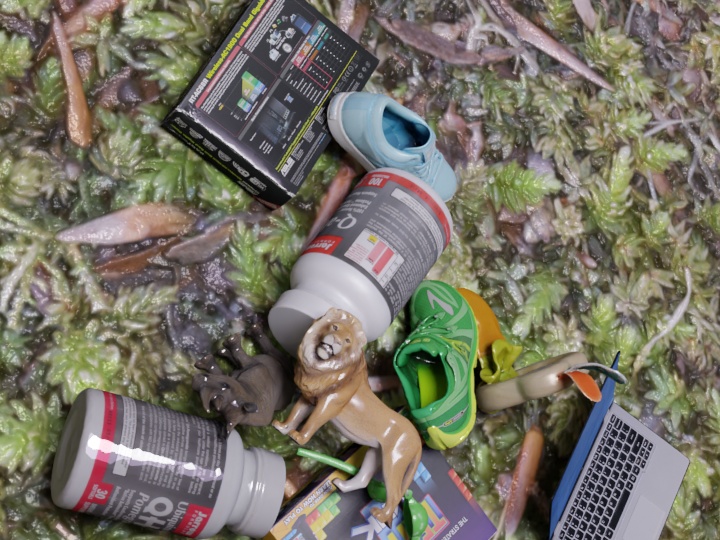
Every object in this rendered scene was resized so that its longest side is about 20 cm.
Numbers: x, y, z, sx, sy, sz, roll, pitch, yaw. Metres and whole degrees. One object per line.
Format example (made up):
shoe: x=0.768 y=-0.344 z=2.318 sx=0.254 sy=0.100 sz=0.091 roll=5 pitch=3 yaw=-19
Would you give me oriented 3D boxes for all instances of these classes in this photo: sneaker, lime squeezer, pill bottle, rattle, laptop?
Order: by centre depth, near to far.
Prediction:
pill bottle: x=-0.175 y=0.185 z=1.229 sx=0.199 sy=0.111 sz=0.112 roll=18 pitch=70 yaw=-20
lime squeezer: x=0.021 y=0.234 z=1.299 sx=0.070 sy=0.038 sz=0.201 roll=-35 pitch=96 yaw=4
pill bottle: x=0.000 y=0.000 z=1.349 sx=0.116 sy=0.116 sz=0.200 roll=43 pitch=58 yaw=-10
sneaker: x=0.078 y=0.083 z=1.362 sx=0.084 sy=0.074 sz=0.201 roll=49 pitch=28 yaw=-43
rattle: x=0.180 y=0.072 z=1.374 sx=0.129 sy=0.200 sz=0.144 roll=-3 pitch=81 yaw=-13
sneaker: x=0.052 y=-0.121 z=1.400 sx=0.200 sy=0.082 sz=0.074 roll=30 pitch=74 yaw=-44
laptop: x=0.285 y=0.226 z=1.438 sx=0.200 sy=0.116 sz=0.188 roll=36 pitch=65 yaw=-13

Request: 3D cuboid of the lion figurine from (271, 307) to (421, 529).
lion figurine: x=0.001 y=0.138 z=1.251 sx=0.123 sy=0.072 sz=0.200 roll=-47 pitch=112 yaw=-13

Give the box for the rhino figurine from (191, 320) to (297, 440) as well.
rhino figurine: x=-0.110 y=0.108 z=1.256 sx=0.060 sy=0.200 sz=0.088 roll=-38 pitch=88 yaw=14

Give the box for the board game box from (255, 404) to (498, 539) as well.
board game box: x=0.017 y=0.262 z=1.334 sx=0.200 sy=0.057 sz=0.166 roll=-40 pitch=95 yaw=-28

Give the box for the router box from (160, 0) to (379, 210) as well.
router box: x=-0.092 y=-0.185 z=1.388 sx=0.150 sy=0.062 sz=0.201 roll=38 pitch=64 yaw=-14
